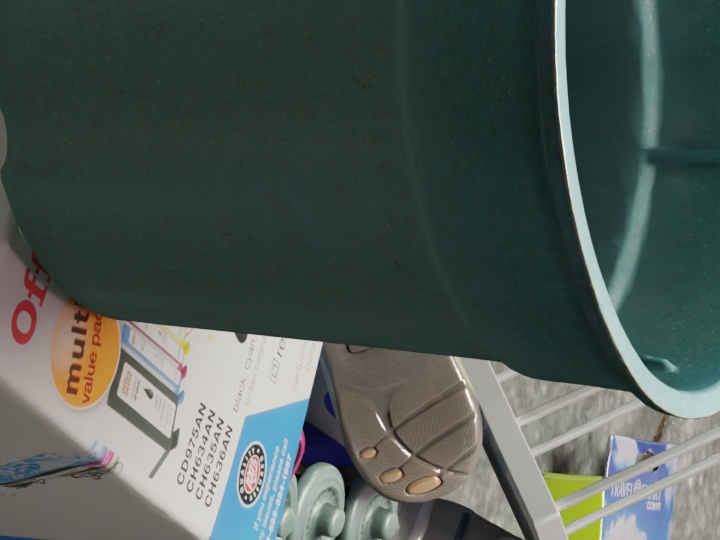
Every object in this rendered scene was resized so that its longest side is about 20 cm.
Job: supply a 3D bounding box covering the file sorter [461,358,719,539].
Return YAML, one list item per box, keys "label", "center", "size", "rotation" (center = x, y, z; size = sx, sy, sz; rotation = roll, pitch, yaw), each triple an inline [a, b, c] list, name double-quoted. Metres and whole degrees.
- label: "file sorter"
  center: [0.108, 0.044, 1.289]
  size: [0.139, 0.124, 0.201]
  rotation: [67, -1, -58]

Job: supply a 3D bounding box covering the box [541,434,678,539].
- label: "box"
  center: [0.139, 0.197, 1.573]
  size: [0.122, 0.047, 0.201]
  rotation: [14, 79, -64]

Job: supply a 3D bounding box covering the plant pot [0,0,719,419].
- label: "plant pot"
  center: [0.009, -0.059, 0.804]
  size: [0.200, 0.195, 0.201]
  rotation: [-2, 92, -63]

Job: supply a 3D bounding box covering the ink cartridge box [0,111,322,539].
- label: "ink cartridge box"
  center: [-0.120, 0.002, 0.927]
  size: [0.200, 0.144, 0.148]
  rotation: [47, 51, -53]

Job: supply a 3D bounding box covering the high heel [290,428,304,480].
- label: "high heel"
  center: [-0.092, 0.128, 1.004]
  size: [0.067, 0.096, 0.201]
  rotation: [30, 82, -24]

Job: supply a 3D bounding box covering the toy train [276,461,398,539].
- label: "toy train"
  center: [-0.053, 0.129, 1.155]
  size: [0.200, 0.085, 0.114]
  rotation: [15, 91, -65]

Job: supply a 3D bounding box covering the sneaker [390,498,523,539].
- label: "sneaker"
  center: [0.040, 0.186, 1.308]
  size: [0.200, 0.082, 0.075]
  rotation: [89, 20, -51]

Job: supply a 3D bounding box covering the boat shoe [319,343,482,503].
- label: "boat shoe"
  center: [0.000, 0.000, 1.172]
  size: [0.073, 0.074, 0.201]
  rotation: [-114, -168, -84]

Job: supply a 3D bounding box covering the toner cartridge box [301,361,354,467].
- label: "toner cartridge box"
  center: [-0.041, 0.015, 1.201]
  size: [0.200, 0.043, 0.095]
  rotation: [39, 58, -58]
